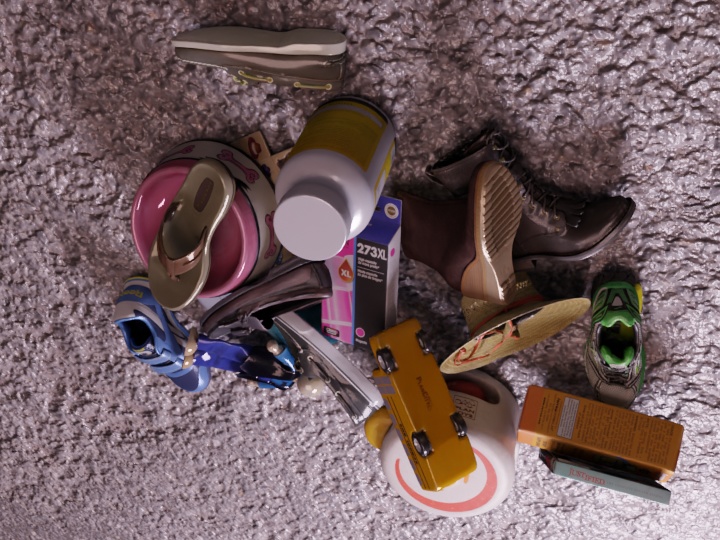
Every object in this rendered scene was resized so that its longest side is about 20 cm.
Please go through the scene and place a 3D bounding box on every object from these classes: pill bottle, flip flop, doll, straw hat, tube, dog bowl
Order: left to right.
[{"bbox_3d":[-0.206,-0.039,1.178,0.081,0.058,0.201,33,118,8],"label":"flip flop"},{"bbox_3d":[-0.197,-0.056,1.243,0.198,0.074,0.202,8,112,19],"label":"dog bowl"},{"bbox_3d":[-0.146,0.133,1.399,0.198,0.049,0.137,15,147,-7],"label":"doll"},{"bbox_3d":[-0.044,0.070,1.344,0.199,0.051,0.078,-25,111,36],"label":"tube"},{"bbox_3d":[-0.030,-0.101,1.112,0.111,0.201,0.113,8,127,11],"label":"pill bottle"},{"bbox_3d":[0.172,0.044,1.228,0.201,0.200,0.086,-37,66,34],"label":"straw hat"}]

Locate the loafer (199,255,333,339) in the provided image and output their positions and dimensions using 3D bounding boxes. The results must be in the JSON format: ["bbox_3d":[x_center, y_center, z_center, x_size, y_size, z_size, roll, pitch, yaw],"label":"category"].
[{"bbox_3d":[-0.118,0.045,1.244,0.199,0.072,0.063,-31,75,26],"label":"loafer"}]

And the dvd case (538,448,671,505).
[{"bbox_3d":[0.310,0.262,1.303,0.145,0.200,0.022,14,86,5],"label":"dvd case"}]

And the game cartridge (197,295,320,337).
[{"bbox_3d":[-0.138,0.007,1.331,0.199,0.042,0.133,-22,121,29],"label":"game cartridge"}]

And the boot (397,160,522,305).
[{"bbox_3d":[0.099,-0.058,1.135,0.166,0.072,0.201,29,144,36],"label":"boot"}]

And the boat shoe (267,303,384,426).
[{"bbox_3d":[-0.053,0.120,1.300,0.200,0.069,0.057,43,84,-5],"label":"boat shoe"}]

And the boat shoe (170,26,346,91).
[{"bbox_3d":[-0.114,-0.235,1.122,0.199,0.072,0.061,5,122,9],"label":"boat shoe"}]

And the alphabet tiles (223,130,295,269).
[{"bbox_3d":[-0.144,-0.075,1.260,0.199,0.006,0.168,-19,101,27],"label":"alphabet tiles"}]

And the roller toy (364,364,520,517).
[{"bbox_3d":[0.121,0.232,1.350,0.181,0.140,0.201,-23,115,29],"label":"roller toy"}]

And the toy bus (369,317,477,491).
[{"bbox_3d":[0.072,0.162,1.220,0.202,0.065,0.078,67,160,0],"label":"toy bus"}]

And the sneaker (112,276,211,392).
[{"bbox_3d":[-0.284,0.107,1.418,0.073,0.083,0.201,-17,121,25],"label":"sneaker"}]

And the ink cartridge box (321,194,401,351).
[{"bbox_3d":[0.000,0.000,1.232,0.094,0.037,0.202,16,119,26],"label":"ink cartridge box"}]

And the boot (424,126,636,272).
[{"bbox_3d":[0.189,-0.089,1.136,0.199,0.069,0.175,-21,117,35],"label":"boot"}]

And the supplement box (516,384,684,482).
[{"bbox_3d":[0.301,0.206,1.273,0.198,0.069,0.067,12,159,13],"label":"supplement box"}]

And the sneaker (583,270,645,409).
[{"bbox_3d":[0.308,0.102,1.233,0.077,0.086,0.201,-1,129,17],"label":"sneaker"}]
